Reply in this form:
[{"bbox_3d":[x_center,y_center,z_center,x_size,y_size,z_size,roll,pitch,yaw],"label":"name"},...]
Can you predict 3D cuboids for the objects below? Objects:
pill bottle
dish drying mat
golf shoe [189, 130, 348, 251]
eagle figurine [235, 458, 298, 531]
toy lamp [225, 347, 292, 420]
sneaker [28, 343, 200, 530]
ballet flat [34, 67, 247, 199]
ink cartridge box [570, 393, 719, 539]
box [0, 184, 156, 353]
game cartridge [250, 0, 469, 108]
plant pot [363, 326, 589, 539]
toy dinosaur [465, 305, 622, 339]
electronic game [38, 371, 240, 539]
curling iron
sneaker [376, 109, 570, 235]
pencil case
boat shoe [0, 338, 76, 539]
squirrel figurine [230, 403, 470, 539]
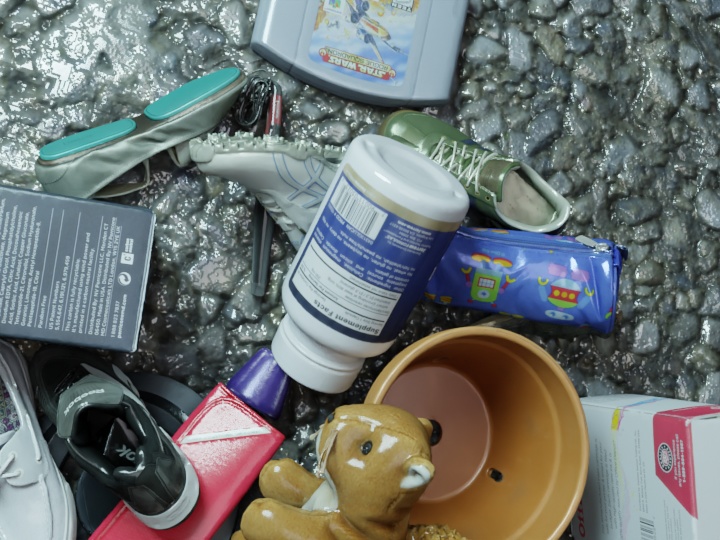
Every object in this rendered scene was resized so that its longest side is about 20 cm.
[{"bbox_3d":[0.000,0.000,0.740,0.109,0.112,0.202,23,114,-12],"label":"pill bottle"},{"bbox_3d":[-0.147,0.187,0.683,0.076,0.018,0.201,35,74,12],"label":"dish drying mat"},{"bbox_3d":[-0.057,-0.066,0.763,0.197,0.078,0.099,6,98,-34],"label":"golf shoe"},{"bbox_3d":[-0.068,0.291,0.753,0.153,0.148,0.202,73,34,-41],"label":"eagle figurine"},{"bbox_3d":[-0.123,0.161,0.765,0.058,0.058,0.202,34,80,-10],"label":"toy lamp"},{"bbox_3d":[-0.200,0.107,0.671,0.066,0.091,0.199,-42,58,-15],"label":"sneaker"},{"bbox_3d":[-0.182,-0.111,0.768,0.197,0.067,0.065,-27,121,-13],"label":"ballet flat"},{"bbox_3d":[0.268,0.192,0.790,0.084,0.200,0.151,-3,88,-15],"label":"ink cartridge box"},{"bbox_3d":[-0.265,-0.002,0.688,0.196,0.148,0.110,8,85,-14],"label":"box"},{"bbox_3d":[0.002,-0.230,0.827,0.196,0.041,0.136,13,80,-14],"label":"game cartridge"},{"bbox_3d":[0.079,0.150,0.774,0.196,0.140,0.205,1,87,-15],"label":"plant pot"},{"bbox_3d":[0.172,0.028,0.855,0.196,0.047,0.090,-4,95,-11],"label":"toy dinosaur"},{"bbox_3d":[-0.194,0.184,0.723,0.195,0.042,0.204,-2,70,5],"label":"electronic game"},{"bbox_3d":[-0.093,-0.079,0.802,0.048,0.026,0.205,-1,92,7],"label":"curling iron"},{"bbox_3d":[0.112,-0.092,0.819,0.198,0.090,0.068,32,81,-11],"label":"sneaker"},{"bbox_3d":[0.140,0.000,0.794,0.196,0.079,0.088,9,126,9],"label":"pencil case"},{"bbox_3d":[-0.275,0.141,0.687,0.071,0.069,0.203,-16,71,-1],"label":"boat shoe"},{"bbox_3d":[0.011,0.198,0.630,0.198,0.142,0.188,34,96,2],"label":"squirrel figurine"}]
